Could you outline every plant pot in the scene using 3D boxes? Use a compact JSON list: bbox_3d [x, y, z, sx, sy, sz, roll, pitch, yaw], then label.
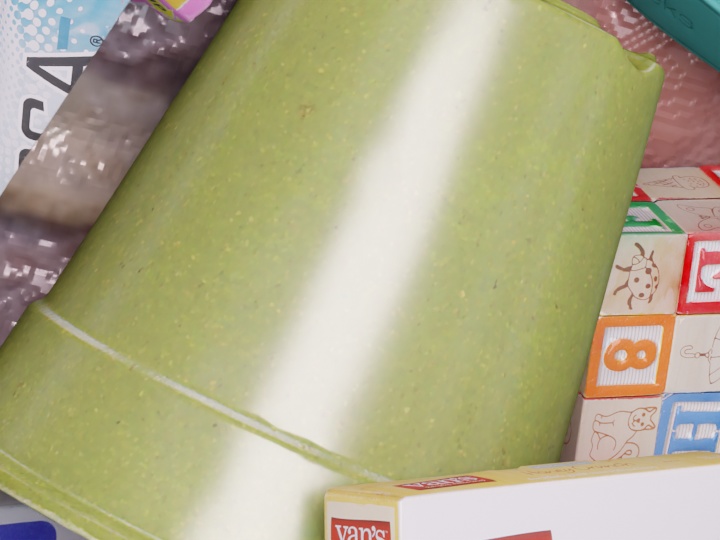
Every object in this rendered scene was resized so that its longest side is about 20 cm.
[{"bbox_3d":[0.000,0.000,0.885,0.200,0.200,0.190,24,92,-26],"label":"plant pot"}]

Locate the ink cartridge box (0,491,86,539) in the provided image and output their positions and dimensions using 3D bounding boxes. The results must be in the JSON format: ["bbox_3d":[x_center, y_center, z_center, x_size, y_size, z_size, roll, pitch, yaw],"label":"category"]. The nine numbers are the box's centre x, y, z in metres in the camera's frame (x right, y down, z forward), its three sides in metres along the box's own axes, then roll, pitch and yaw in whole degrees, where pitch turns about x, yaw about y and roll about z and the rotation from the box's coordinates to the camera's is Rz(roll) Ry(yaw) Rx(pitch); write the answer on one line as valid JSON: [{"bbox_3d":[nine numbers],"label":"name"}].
[{"bbox_3d":[-0.170,0.160,0.959,0.200,0.047,0.198,-4,115,-34],"label":"ink cartridge box"}]

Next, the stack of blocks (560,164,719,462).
[{"bbox_3d":[0.112,0.067,1.010,0.115,0.059,0.200,-1,114,-19],"label":"stack of blocks"}]

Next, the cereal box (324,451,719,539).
[{"bbox_3d":[0.057,0.153,0.813,0.144,0.039,0.201,-3,93,-38],"label":"cereal box"}]

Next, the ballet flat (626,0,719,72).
[{"bbox_3d":[0.157,-0.061,0.910,0.072,0.200,0.072,-37,161,-15],"label":"ballet flat"}]

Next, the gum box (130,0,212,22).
[{"bbox_3d":[-0.033,-0.177,0.844,0.200,0.066,0.113,-45,118,4],"label":"gum box"}]

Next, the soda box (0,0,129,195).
[{"bbox_3d":[-0.118,-0.064,0.820,0.068,0.064,0.200,24,132,-18],"label":"soda box"}]
